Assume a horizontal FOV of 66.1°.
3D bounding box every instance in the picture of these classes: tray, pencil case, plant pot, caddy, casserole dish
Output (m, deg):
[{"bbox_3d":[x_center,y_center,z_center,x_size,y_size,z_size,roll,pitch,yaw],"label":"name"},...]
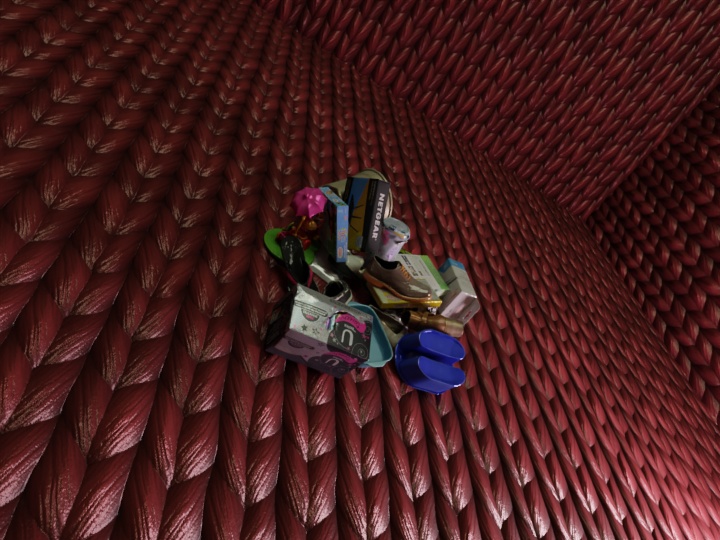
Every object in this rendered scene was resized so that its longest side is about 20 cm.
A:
[{"bbox_3d":[-0.080,-0.032,1.577,0.107,0.022,0.201,36,30,-4],"label":"tray"},{"bbox_3d":[0.069,-0.052,1.592,0.090,0.202,0.083,32,30,9],"label":"pencil case"},{"bbox_3d":[-0.032,-0.207,1.723,0.181,0.202,0.202,-15,58,-41],"label":"plant pot"},{"bbox_3d":[0.178,0.235,1.425,0.197,0.104,0.144,22,58,-28],"label":"caddy"},{"bbox_3d":[0.003,0.164,1.369,0.119,0.039,0.202,-1,46,-28],"label":"casserole dish"}]

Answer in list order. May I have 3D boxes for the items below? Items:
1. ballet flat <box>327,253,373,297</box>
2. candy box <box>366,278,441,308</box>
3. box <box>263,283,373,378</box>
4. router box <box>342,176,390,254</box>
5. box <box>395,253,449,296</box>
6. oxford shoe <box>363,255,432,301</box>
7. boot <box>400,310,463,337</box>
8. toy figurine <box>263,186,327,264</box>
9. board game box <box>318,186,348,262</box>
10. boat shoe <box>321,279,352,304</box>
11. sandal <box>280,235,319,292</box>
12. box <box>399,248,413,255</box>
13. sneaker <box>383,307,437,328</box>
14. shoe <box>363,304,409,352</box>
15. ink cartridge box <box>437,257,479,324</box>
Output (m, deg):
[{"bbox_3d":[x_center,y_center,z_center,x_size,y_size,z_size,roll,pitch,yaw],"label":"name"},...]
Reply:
[{"bbox_3d":[0.000,0.000,1.546,0.199,0.068,0.069,36,31,-24],"label":"ballet flat"},{"bbox_3d":[0.121,0.062,1.528,0.196,0.027,0.103,1,40,-30],"label":"candy box"},{"bbox_3d":[-0.089,0.137,1.208,0.197,0.132,0.117,24,52,-24],"label":"box"},{"bbox_3d":[0.003,-0.157,1.566,0.050,0.205,0.148,8,4,-40],"label":"router box"},{"bbox_3d":[0.169,0.014,1.691,0.197,0.036,0.146,2,48,-43],"label":"box"},{"bbox_3d":[0.108,0.022,1.484,0.196,0.074,0.072,21,32,-6],"label":"oxford shoe"},{"bbox_3d":[0.180,0.149,1.517,0.151,0.200,0.075,12,73,-8],"label":"boot"},{"bbox_3d":[-0.139,-0.135,1.470,0.150,0.186,0.199,42,31,19],"label":"toy figurine"},{"bbox_3d":[-0.077,-0.130,1.524,0.036,0.154,0.200,-5,23,-16],"label":"board game box"},{"bbox_3d":[-0.065,0.057,1.396,0.072,0.062,0.201,-4,21,10],"label":"boat shoe"},{"bbox_3d":[-0.152,0.005,1.361,0.074,0.045,0.204,-15,77,-18],"label":"sandal"},{"bbox_3d":[0.155,0.014,1.752,0.197,0.048,0.195,26,30,-21],"label":"box"},{"bbox_3d":[0.130,0.118,1.580,0.198,0.082,0.083,3,20,-45],"label":"sneaker"},{"bbox_3d":[0.083,0.161,1.465,0.198,0.054,0.070,35,30,-8],"label":"shoe"},{"bbox_3d":[0.294,0.073,1.755,0.067,0.117,0.202,20,34,-26],"label":"ink cartridge box"}]
